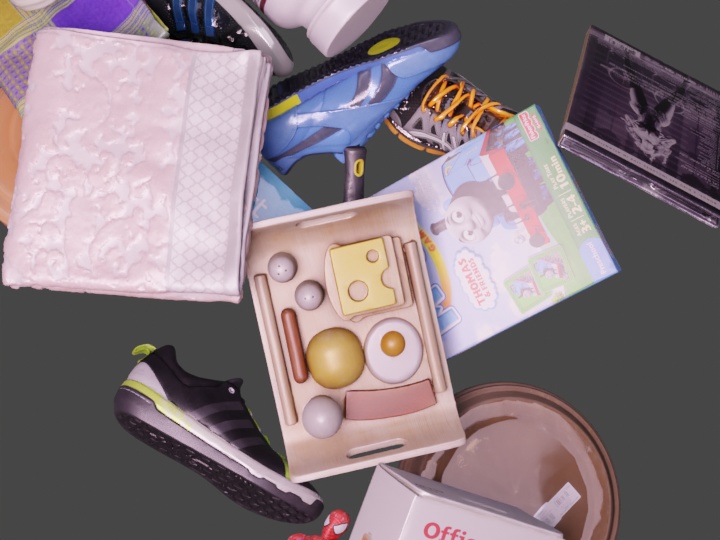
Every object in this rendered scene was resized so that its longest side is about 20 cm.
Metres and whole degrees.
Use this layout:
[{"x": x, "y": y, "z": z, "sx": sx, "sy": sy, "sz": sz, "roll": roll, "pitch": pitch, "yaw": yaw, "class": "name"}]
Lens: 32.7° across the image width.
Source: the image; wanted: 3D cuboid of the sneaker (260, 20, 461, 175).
[{"x": 0.001, "y": -0.146, "z": 1.047, "sx": 0.198, "sy": 0.066, "sz": 0.079, "roll": -24, "pitch": 113, "yaw": 10, "class": "sneaker"}]

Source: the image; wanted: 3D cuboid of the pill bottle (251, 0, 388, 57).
[{"x": -0.067, "y": -0.287, "z": 1.061, "sx": 0.113, "sy": 0.113, "sz": 0.200, "roll": -43, "pitch": 86, "yaw": -13, "class": "pill bottle"}]

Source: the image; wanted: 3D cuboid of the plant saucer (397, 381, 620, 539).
[{"x": 0.126, "y": 0.193, "z": 1.029, "sx": 0.197, "sy": 0.029, "sz": 0.204, "roll": 2, "pitch": 77, "yaw": -8, "class": "plant saucer"}]

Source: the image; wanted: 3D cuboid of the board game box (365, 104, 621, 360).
[{"x": 0.093, "y": -0.022, "z": 1.020, "sx": 0.198, "sy": 0.037, "sz": 0.153, "roll": -28, "pitch": 85, "yaw": 17, "class": "board game box"}]

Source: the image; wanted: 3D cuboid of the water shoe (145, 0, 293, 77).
[{"x": -0.144, "y": -0.220, "z": 1.070, "sx": 0.200, "sy": 0.071, "sz": 0.079, "roll": 42, "pitch": 95, "yaw": 9, "class": "water shoe"}]

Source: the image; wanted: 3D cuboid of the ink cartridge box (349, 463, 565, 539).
[{"x": 0.052, "y": 0.267, "z": 0.932, "sx": 0.144, "sy": 0.083, "sz": 0.203, "roll": 21, "pitch": 90, "yaw": -24, "class": "ink cartridge box"}]

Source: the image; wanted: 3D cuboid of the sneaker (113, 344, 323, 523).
[{"x": -0.104, "y": 0.126, "z": 0.991, "sx": 0.199, "sy": 0.072, "sz": 0.083, "roll": 34, "pitch": 61, "yaw": -7, "class": "sneaker"}]

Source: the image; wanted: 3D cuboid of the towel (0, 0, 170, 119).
[{"x": -0.251, "y": -0.205, "z": 1.018, "sx": 0.143, "sy": 0.023, "sz": 0.201, "roll": -36, "pitch": 57, "yaw": -3, "class": "towel"}]

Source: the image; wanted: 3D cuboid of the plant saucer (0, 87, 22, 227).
[{"x": -0.229, "y": -0.119, "z": 1.000, "sx": 0.197, "sy": 0.032, "sz": 0.203, "roll": -9, "pitch": 61, "yaw": 17, "class": "plant saucer"}]

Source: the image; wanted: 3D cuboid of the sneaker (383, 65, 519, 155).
[{"x": 0.097, "y": -0.128, "z": 1.068, "sx": 0.199, "sy": 0.077, "sz": 0.079, "roll": 34, "pitch": 78, "yaw": 2, "class": "sneaker"}]

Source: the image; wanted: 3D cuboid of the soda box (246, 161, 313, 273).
[{"x": -0.108, "y": -0.062, "z": 1.034, "sx": 0.200, "sy": 0.064, "sz": 0.068, "roll": 43, "pitch": 77, "yaw": 3, "class": "soda box"}]

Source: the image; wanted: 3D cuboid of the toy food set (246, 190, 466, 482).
[{"x": -0.007, "y": 0.050, "z": 0.948, "sx": 0.141, "sy": 0.060, "sz": 0.203, "roll": -12, "pitch": 94, "yaw": -2, "class": "toy food set"}]

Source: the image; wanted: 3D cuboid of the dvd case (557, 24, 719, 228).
[{"x": 0.250, "y": -0.129, "z": 1.060, "sx": 0.147, "sy": 0.016, "sz": 0.201, "roll": 27, "pitch": 40, "yaw": -3, "class": "dvd case"}]

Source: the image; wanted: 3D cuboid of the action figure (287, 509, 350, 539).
[{"x": -0.072, "y": 0.265, "z": 0.952, "sx": 0.065, "sy": 0.099, "sz": 0.201, "roll": 30, "pitch": 72, "yaw": 21, "class": "action figure"}]

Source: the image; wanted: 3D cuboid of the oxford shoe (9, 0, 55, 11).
[{"x": -0.283, "y": -0.303, "z": 1.035, "sx": 0.074, "sy": 0.058, "sz": 0.203, "roll": -15, "pitch": 60, "yaw": 8, "class": "oxford shoe"}]

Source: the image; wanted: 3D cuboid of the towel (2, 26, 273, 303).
[{"x": -0.169, "y": -0.080, "z": 0.929, "sx": 0.188, "sy": 0.032, "sz": 0.203, "roll": 5, "pitch": 79, "yaw": 5, "class": "towel"}]

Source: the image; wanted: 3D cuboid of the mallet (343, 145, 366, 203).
[{"x": 0.000, "y": 0.000, "z": 1.004, "sx": 0.065, "sy": 0.041, "sz": 0.203, "roll": 0, "pitch": 106, "yaw": -34, "class": "mallet"}]
